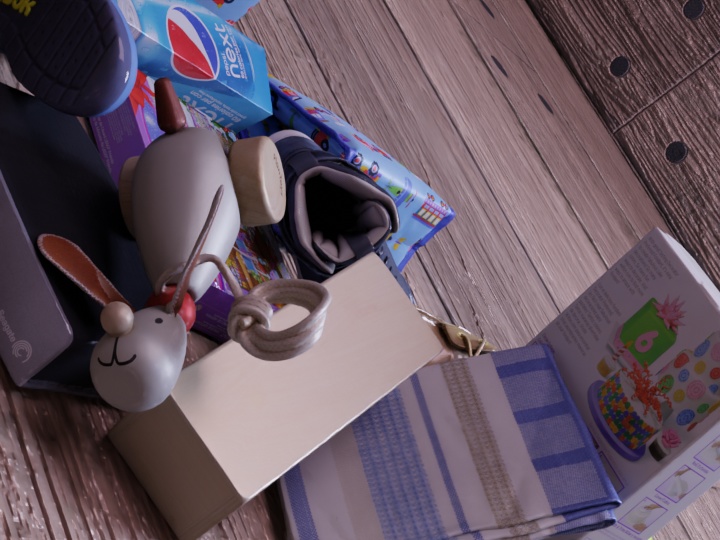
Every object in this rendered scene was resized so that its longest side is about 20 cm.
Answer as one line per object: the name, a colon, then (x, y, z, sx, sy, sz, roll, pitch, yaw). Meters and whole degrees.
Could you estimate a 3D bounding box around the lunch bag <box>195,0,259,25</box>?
lunch bag: (-0.164, -0.258, 1.052, 0.199, 0.150, 0.095, 29, 29, -51)

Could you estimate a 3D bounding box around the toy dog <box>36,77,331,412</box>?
toy dog: (-0.100, -0.028, 0.736, 0.201, 0.130, 0.097, -113, -178, -57)

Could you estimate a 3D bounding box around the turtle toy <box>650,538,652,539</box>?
turtle toy: (0.153, 0.201, 1.005, 0.100, 0.147, 0.200, 10, 15, -28)

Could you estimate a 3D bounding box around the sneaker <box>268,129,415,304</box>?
sneaker: (-0.002, 0.000, 1.009, 0.203, 0.077, 0.146, 58, -9, -19)

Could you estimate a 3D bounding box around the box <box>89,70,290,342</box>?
box: (-0.114, -0.041, 0.966, 0.136, 0.039, 0.201, 32, 28, -49)

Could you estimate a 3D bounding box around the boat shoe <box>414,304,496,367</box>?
boat shoe: (0.069, 0.071, 0.997, 0.199, 0.066, 0.075, 35, 60, -45)

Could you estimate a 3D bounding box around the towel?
towel: (0.044, 0.119, 0.863, 0.024, 0.197, 0.148, 85, -11, -45)

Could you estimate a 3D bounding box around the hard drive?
hard drive: (-0.173, -0.023, 0.783, 0.134, 0.042, 0.201, 20, 38, -59)

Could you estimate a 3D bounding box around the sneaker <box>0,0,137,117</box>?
sneaker: (-0.176, -0.139, 0.853, 0.082, 0.074, 0.200, 39, 1, -43)

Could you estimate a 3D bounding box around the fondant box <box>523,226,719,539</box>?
fondant box: (0.162, 0.093, 0.906, 0.058, 0.200, 0.145, 31, 21, -40)

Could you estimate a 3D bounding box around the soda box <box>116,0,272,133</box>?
soda box: (-0.150, -0.163, 1.031, 0.199, 0.067, 0.065, 27, 47, -53)

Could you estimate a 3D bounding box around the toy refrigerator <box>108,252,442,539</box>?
toy refrigerator: (-0.044, 0.068, 0.802, 0.076, 0.070, 0.199, 53, 41, 3)

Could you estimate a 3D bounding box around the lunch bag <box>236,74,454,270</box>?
lunch bag: (-0.036, -0.102, 1.188, 0.150, 0.094, 0.201, 27, 22, -49)
